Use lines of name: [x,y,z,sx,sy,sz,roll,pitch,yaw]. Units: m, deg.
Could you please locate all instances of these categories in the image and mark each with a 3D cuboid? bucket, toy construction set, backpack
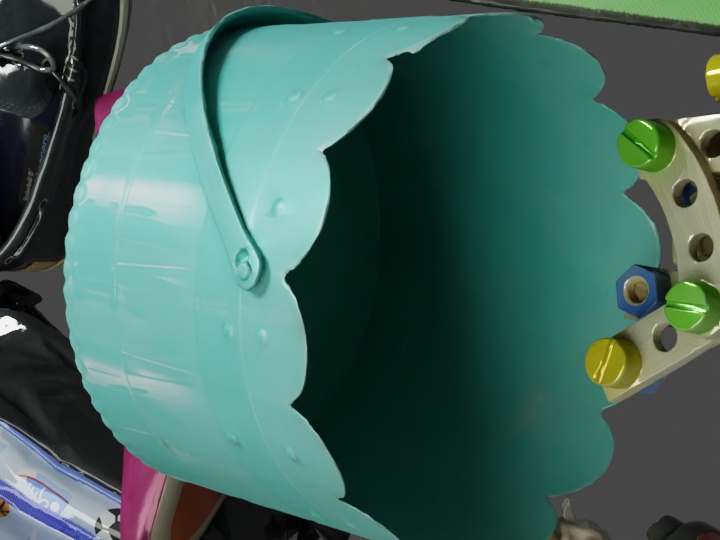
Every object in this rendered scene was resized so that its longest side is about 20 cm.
bucket: [0.000,0.000,0.930,0.134,0.207,0.208,8,112,40]
toy construction set: [0.173,-0.021,0.884,0.199,0.092,0.132,-2,82,23]
backpack: [-0.132,0.137,1.092,0.199,0.154,0.191,33,136,12]

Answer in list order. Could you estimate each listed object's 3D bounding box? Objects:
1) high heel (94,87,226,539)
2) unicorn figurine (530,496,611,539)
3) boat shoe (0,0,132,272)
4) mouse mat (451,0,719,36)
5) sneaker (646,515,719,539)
high heel: [-0.086,0.021,1.025,0.096,0.067,0.201,9,68,21]
unicorn figurine: [0.065,0.175,1.040,0.137,0.074,0.201,-22,110,25]
boat shoe: [-0.142,-0.088,1.065,0.074,0.062,0.201,20,115,25]
mouse mat: [0.100,-0.178,0.831,0.160,0.008,0.201,8,108,5]
sneaker: [0.148,0.192,0.979,0.098,0.071,0.202,12,116,45]
